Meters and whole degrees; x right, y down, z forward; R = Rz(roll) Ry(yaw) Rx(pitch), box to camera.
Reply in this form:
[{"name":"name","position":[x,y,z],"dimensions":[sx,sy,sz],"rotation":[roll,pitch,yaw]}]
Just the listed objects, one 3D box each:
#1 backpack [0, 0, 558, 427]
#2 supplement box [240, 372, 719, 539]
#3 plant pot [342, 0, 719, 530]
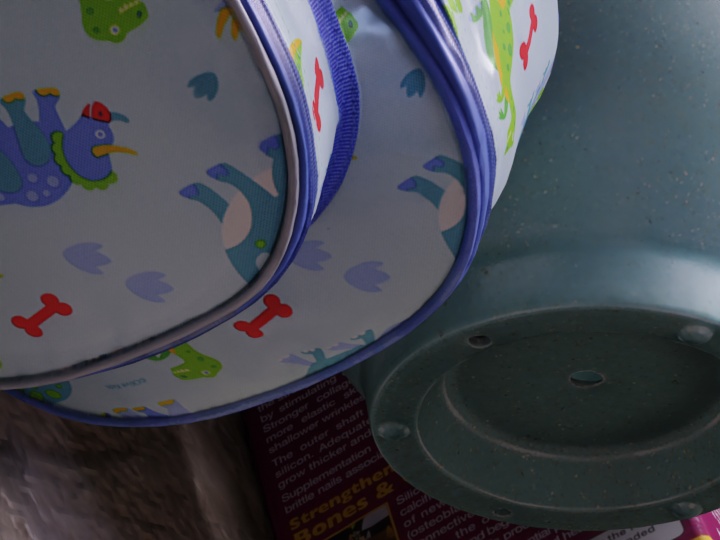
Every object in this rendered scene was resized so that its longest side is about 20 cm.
[{"name":"backpack","position":[-0.062,-0.058,0.629],"dimensions":[0.200,0.182,0.147],"rotation":[54,33,-28]},{"name":"supplement box","position":[0.051,0.090,0.890],"dimensions":[0.103,0.130,0.201],"rotation":[53,12,-36]},{"name":"plant pot","position":[0.062,-0.013,0.769],"dimensions":[0.200,0.199,0.135],"rotation":[48,35,-49]}]
